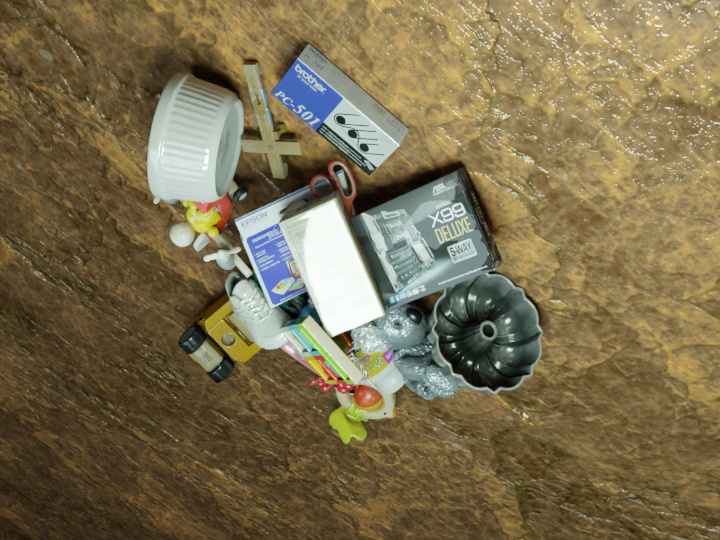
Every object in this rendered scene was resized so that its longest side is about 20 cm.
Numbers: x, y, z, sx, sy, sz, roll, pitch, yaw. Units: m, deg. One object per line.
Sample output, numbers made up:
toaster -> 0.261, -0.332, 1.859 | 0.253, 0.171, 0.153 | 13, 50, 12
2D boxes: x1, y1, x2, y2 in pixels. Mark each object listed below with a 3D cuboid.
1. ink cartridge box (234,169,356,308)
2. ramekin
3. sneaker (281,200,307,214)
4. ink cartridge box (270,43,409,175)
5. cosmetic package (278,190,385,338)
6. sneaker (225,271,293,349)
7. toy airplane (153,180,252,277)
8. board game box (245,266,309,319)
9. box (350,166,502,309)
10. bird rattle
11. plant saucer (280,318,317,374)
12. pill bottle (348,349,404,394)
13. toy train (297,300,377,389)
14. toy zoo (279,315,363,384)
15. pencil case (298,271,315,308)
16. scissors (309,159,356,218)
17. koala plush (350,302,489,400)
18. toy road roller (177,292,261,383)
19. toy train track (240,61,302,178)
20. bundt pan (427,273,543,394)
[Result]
ink cartridge box -> -0.097, -0.058, 1.601 | 0.047, 0.195, 0.202 | 55, 167, 50
ramekin -> -0.256, -0.203, 1.525 | 0.103, 0.203, 0.202 | 13, 141, 4
sneaker -> -0.144, -0.044, 1.700 | 0.074, 0.100, 0.201 | 37, 142, 9
ink cartridge box -> -0.031, -0.241, 1.451 | 0.199, 0.045, 0.094 | 39, 140, -11
cosmetic package -> -0.042, -0.010, 1.507 | 0.103, 0.071, 0.203 | -20, 103, 8
sneaker -> -0.190, 0.067, 1.713 | 0.199, 0.078, 0.100 | 32, 159, 45
toy airplane -> -0.284, -0.086, 1.713 | 0.198, 0.141, 0.202 | 15, 133, 47
board game box -> -0.160, 0.045, 1.815 | 0.134, 0.028, 0.200 | 34, 164, -5
box -> 0.102, -0.048, 1.487 | 0.197, 0.050, 0.160 | -21, 95, 28
bird rattle -> -0.005, 0.247, 1.974 | 0.160, 0.113, 0.203 | -3, 120, 20
plant saucer -> -0.117, 0.139, 1.843 | 0.199, 0.051, 0.201 | 35, 170, 7
pill bottle -> 0.009, 0.140, 1.806 | 0.103, 0.105, 0.201 | -15, 125, 43
toy train -> -0.035, 0.134, 1.666 | 0.084, 0.116, 0.201 | -37, 89, 10
toy zoo -> -0.071, 0.134, 1.583 | 0.132, 0.020, 0.200 | 48, 163, -6
pencil case -> 0.000, 0.000, 1.593 | 0.196, 0.088, 0.088 | -18, 133, -1
scissors -> -0.016, -0.077, 1.538 | 0.203, 0.072, 0.014 | 64, 170, -10
koala plush -> 0.085, 0.112, 1.676 | 0.198, 0.179, 0.183 | 34, 153, -12
toy road roller -> -0.277, 0.115, 1.982 | 0.199, 0.147, 0.123 | -38, 113, 11
toy train track -> -0.147, -0.243, 1.539 | 0.113, 0.033, 0.203 | 7, 130, 27
bundt pan -> 0.197, 0.109, 1.580 | 0.200, 0.204, 0.076 | 33, 154, -5
